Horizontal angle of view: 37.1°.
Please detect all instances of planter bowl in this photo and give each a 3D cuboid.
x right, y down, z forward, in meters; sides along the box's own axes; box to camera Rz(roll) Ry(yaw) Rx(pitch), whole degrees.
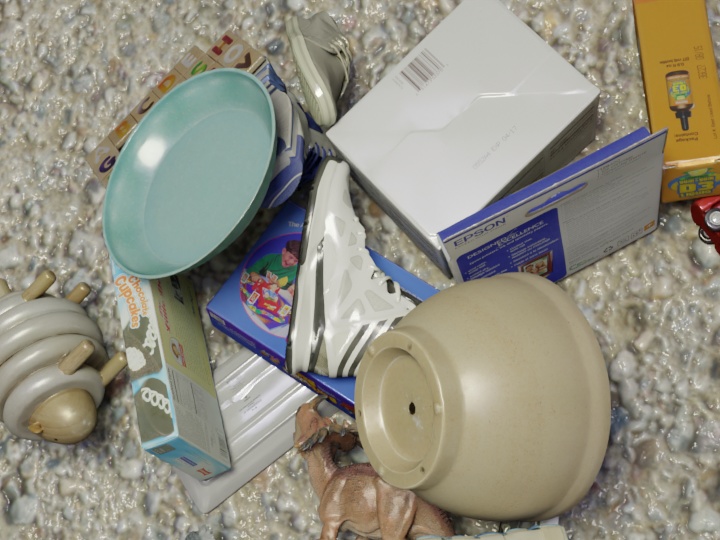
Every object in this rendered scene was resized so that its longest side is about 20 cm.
[{"bbox_3d":[0.080,0.103,0.848,0.133,0.200,0.203,-1,70,-35],"label":"planter bowl"}]

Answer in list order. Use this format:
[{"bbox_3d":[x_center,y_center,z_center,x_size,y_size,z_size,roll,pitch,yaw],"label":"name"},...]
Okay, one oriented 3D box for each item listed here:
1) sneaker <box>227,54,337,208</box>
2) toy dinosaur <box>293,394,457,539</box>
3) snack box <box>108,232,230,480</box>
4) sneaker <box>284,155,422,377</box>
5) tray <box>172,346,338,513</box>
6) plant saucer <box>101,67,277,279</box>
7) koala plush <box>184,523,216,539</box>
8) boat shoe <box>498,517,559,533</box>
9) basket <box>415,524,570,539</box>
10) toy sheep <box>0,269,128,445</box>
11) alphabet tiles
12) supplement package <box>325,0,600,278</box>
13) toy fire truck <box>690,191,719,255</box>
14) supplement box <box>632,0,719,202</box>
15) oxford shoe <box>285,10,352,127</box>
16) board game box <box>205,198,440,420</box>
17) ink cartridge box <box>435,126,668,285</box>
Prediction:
[{"bbox_3d":[-0.065,-0.117,1.013,0.080,0.115,0.200,-38,34,15],"label":"sneaker"},{"bbox_3d":[0.013,0.193,0.929,0.197,0.086,0.138,13,91,15],"label":"toy dinosaur"},{"bbox_3d":[-0.173,0.078,0.974,0.037,0.116,0.202,-20,62,8],"label":"snack box"},{"bbox_3d":[0.000,0.000,0.957,0.114,0.076,0.203,8,73,-4],"label":"sneaker"},{"bbox_3d":[-0.101,0.126,1.015,0.199,0.022,0.108,-38,71,-1],"label":"tray"},{"bbox_3d":[-0.142,-0.079,0.931,0.198,0.036,0.203,-19,56,29],"label":"plant saucer"},{"bbox_3d":[-0.151,0.329,0.905,0.176,0.184,0.201,-29,60,1],"label":"koala plush"},{"bbox_3d":[0.144,0.179,0.931,0.063,0.071,0.203,7,78,11],"label":"boat shoe"},{"bbox_3d":[0.105,0.295,0.840,0.174,0.202,0.140,-3,35,-8],"label":"basket"},{"bbox_3d":[-0.301,0.080,1.010,0.137,0.138,0.201,-36,58,0],"label":"toy sheep"},{"bbox_3d":[-0.181,-0.152,1.057,0.200,0.008,0.167,-46,37,0],"label":"alphabet tiles"},{"bbox_3d":[0.096,-0.126,0.998,0.200,0.111,0.156,-43,73,-3],"label":"supplement package"},{"bbox_3d":[0.403,-0.016,0.945,0.140,0.049,0.201,-33,71,0],"label":"toy fire truck"},{"bbox_3d":[0.290,-0.164,0.973,0.066,0.069,0.203,-6,60,13],"label":"supplement box"},{"bbox_3d":[-0.035,-0.199,1.020,0.057,0.076,0.201,-12,31,0],"label":"oxford shoe"},{"bbox_3d":[-0.023,0.042,0.994,0.199,0.045,0.135,31,70,15],"label":"board game box"},{"bbox_3d":[0.163,-0.045,0.917,0.196,0.200,0.047,-26,63,2],"label":"ink cartridge box"}]
